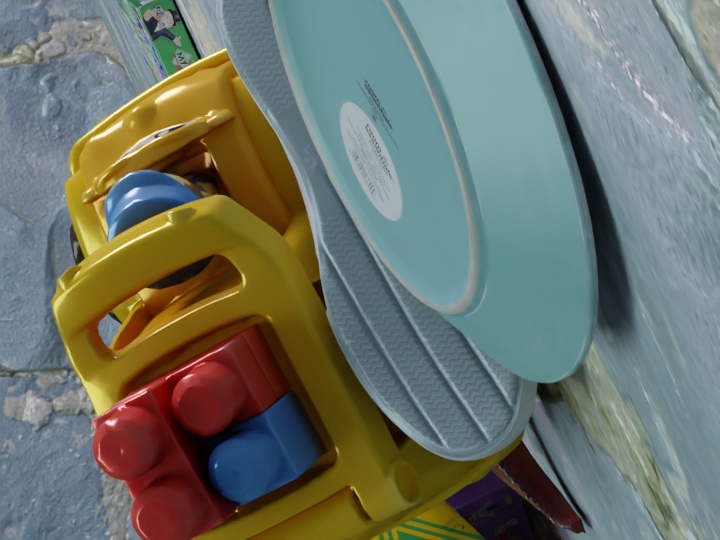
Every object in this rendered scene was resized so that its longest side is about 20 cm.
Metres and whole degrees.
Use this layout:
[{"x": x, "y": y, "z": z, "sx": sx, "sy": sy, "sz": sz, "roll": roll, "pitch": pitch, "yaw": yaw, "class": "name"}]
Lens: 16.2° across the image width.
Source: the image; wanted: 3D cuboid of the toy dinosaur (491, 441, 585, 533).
[{"x": 0.015, "y": 0.000, "z": 1.075, "sx": 0.105, "sy": 0.199, "sz": 0.183, "roll": -35, "pitch": -50, "yaw": -66, "class": "toy dinosaur"}]

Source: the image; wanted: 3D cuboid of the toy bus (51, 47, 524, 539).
[{"x": -0.051, "y": 0.023, "z": 0.946, "sx": 0.201, "sy": 0.135, "sz": 0.192, "roll": 62, "pitch": -157, "yaw": 0, "class": "toy bus"}]

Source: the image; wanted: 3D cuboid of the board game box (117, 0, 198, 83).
[{"x": -0.144, "y": -0.157, "z": 1.970, "sx": 0.135, "sy": 0.029, "sz": 0.200, "roll": 65, "pitch": 175, "yaw": -14, "class": "board game box"}]

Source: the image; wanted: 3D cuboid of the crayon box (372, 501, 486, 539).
[{"x": 0.068, "y": 0.197, "z": 1.170, "sx": 0.172, "sy": 0.058, "sz": 0.200, "roll": 43, "pitch": 164, "yaw": 29, "class": "crayon box"}]

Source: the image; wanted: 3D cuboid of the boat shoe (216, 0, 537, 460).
[{"x": 0.014, "y": -0.028, "z": 0.905, "sx": 0.201, "sy": 0.072, "sz": 0.062, "roll": 67, "pitch": -160, "yaw": 10, "class": "boat shoe"}]

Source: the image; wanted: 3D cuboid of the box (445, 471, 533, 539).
[{"x": 0.049, "y": 0.112, "z": 1.278, "sx": 0.200, "sy": 0.039, "sz": 0.137, "roll": 72, "pitch": 172, "yaw": -54, "class": "box"}]

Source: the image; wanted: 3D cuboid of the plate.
[{"x": 0.011, "y": -0.053, "z": 0.777, "sx": 0.201, "sy": 0.025, "sz": 0.201, "roll": 56, "pitch": 162, "yaw": 29, "class": "plate"}]
